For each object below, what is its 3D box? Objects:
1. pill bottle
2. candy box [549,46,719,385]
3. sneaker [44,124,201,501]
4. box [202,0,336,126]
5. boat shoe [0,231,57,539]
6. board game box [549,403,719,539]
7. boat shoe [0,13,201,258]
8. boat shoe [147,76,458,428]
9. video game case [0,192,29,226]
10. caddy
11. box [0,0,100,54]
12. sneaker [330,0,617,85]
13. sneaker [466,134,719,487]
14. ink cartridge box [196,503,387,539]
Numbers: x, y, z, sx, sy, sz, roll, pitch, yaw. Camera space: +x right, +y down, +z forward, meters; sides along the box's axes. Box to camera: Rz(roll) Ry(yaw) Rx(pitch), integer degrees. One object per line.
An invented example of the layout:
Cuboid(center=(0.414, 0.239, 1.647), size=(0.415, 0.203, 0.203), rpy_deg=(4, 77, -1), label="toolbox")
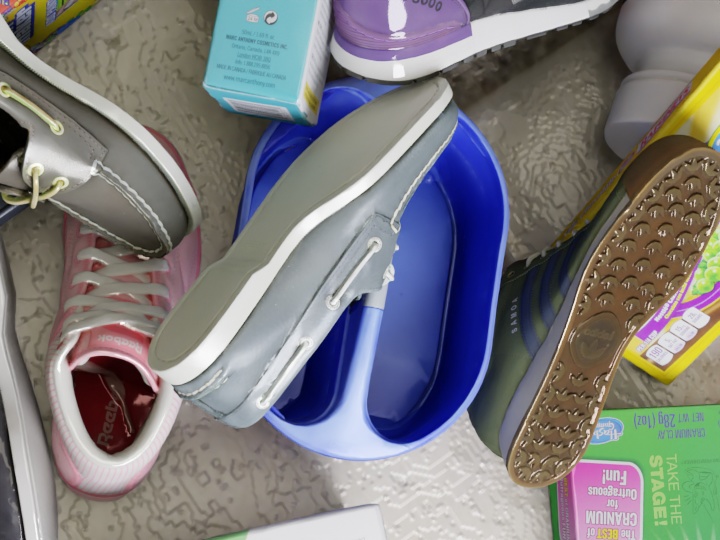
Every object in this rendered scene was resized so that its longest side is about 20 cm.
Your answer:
Cuboid(center=(0.211, -0.152, 0.975), size=(0.119, 0.120, 0.201), rpy_deg=(23, 77, -8), label="pill bottle")
Cuboid(center=(0.181, -0.029, 0.923), size=(0.102, 0.200, 0.026), rpy_deg=(34, 38, -3), label="candy box")
Cuboid(center=(-0.118, 0.014, 0.883), size=(0.075, 0.105, 0.201), rpy_deg=(7, 78, -10), label="sneaker")
Cuboid(center=(-0.030, -0.177, 0.850), size=(0.049, 0.082, 0.201), rpy_deg=(10, 87, 5), label="box")
Cuboid(center=(-0.196, 0.062, 0.873), size=(0.060, 0.074, 0.201), rpy_deg=(-12, 91, -4), label="boat shoe")
Cuboid(center=(0.185, 0.175, 0.957), size=(0.152, 0.040, 0.201), rpy_deg=(-2, 81, -13), label="board game box")
Cuboid(center=(-0.163, -0.066, 0.821), size=(0.202, 0.072, 0.060), rpy_deg=(41, 52, -23), label="boat shoe")
Cuboid(center=(-0.017, -0.009, 0.842), size=(0.200, 0.073, 0.062), rpy_deg=(-48, 117, -12), label="boat shoe")
Cuboid(center=(-0.244, -0.096, 0.858), size=(0.200, 0.143, 0.019), rpy_deg=(41, 107, -4), label="video game case")
Cuboid(center=(0.000, 0.000, 0.909), size=(0.141, 0.105, 0.201), rpy_deg=(11, 79, -12), label="caddy")
Cuboid(center=(-0.187, -0.239, 0.899), size=(0.193, 0.122, 0.200), rpy_deg=(-42, 92, -14), label="box")
Cuboid(center=(0.072, -0.166, 0.870), size=(0.200, 0.088, 0.076), rpy_deg=(-29, 46, -33), label="sneaker")
Cuboid(center=(0.109, 0.007, 0.914), size=(0.067, 0.090, 0.201), rpy_deg=(17, 107, -35), label="sneaker")
Cuboid(center=(-0.045, 0.231, 0.873), size=(0.145, 0.088, 0.201), rpy_deg=(-11, 82, -14), label="ink cartridge box")
